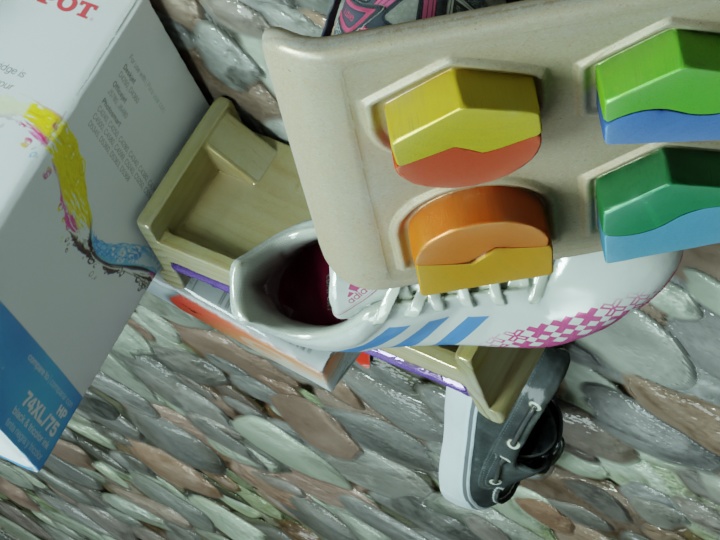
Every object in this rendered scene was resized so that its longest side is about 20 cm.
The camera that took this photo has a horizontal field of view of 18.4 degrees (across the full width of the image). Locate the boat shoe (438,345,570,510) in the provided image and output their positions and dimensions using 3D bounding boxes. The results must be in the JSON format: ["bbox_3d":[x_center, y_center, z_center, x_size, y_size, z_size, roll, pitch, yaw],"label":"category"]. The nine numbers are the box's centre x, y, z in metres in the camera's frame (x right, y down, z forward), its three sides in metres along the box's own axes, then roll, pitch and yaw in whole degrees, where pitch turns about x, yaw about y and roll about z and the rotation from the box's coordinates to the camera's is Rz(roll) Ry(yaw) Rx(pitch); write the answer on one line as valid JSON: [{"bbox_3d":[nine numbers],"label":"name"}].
[{"bbox_3d":[0.080,0.086,1.196,0.056,0.069,0.200,25,158,15],"label":"boat shoe"}]

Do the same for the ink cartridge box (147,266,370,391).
[{"bbox_3d":[-0.076,0.018,1.240,0.162,0.050,0.200,28,168,8],"label":"ink cartridge box"}]

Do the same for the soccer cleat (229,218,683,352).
[{"bbox_3d":[0.036,0.003,0.942,0.199,0.070,0.086,-10,175,26],"label":"soccer cleat"}]

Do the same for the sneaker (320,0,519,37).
[{"bbox_3d":[0.013,-0.075,0.885,0.080,0.075,0.200,28,161,9],"label":"sneaker"}]

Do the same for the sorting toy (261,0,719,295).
[{"bbox_3d":[0.074,-0.042,0.804,0.199,0.037,0.185,-6,154,4],"label":"sorting toy"}]

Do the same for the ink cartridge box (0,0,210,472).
[{"bbox_3d":[-0.187,-0.039,1.077,0.146,0.201,0.146,21,160,26],"label":"ink cartridge box"}]

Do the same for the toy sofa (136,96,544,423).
[{"bbox_3d":[0.000,0.000,1.076,0.199,0.083,0.098,22,158,25],"label":"toy sofa"}]
